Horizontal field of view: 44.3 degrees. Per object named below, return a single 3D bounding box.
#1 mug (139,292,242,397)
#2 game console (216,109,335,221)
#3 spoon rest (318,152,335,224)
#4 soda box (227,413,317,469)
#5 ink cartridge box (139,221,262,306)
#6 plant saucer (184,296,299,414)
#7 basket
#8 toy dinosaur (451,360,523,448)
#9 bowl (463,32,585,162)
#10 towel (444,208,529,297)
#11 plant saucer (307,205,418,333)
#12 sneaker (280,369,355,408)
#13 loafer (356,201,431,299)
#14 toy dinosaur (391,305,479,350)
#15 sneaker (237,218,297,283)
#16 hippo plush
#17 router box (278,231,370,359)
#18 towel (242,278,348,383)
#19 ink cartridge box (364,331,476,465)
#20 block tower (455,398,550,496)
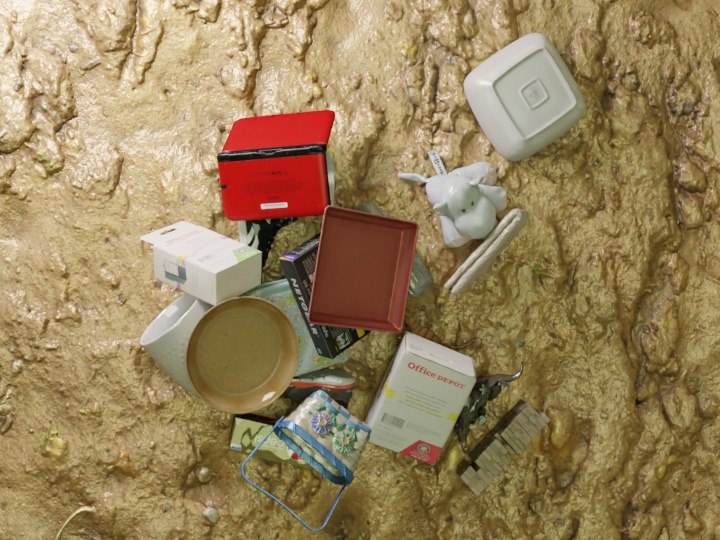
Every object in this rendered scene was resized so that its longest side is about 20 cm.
[{"bbox_3d":[-0.263,0.125,1.578,0.200,0.147,0.176,-45,110,-19],"label":"mug"},{"bbox_3d":[-0.141,-0.186,1.567,0.196,0.119,0.176,-3,102,15],"label":"game console"},{"bbox_3d":[-0.076,-0.118,1.612,0.060,0.099,0.204,10,100,26],"label":"spoon rest"},{"bbox_3d":[-0.143,0.316,1.634,0.197,0.068,0.065,15,91,-7],"label":"soda box"},{"bbox_3d":[-0.282,-0.016,1.548,0.198,0.116,0.068,22,122,32],"label":"ink cartridge box"},{"bbox_3d":[-0.202,0.141,1.501,0.197,0.035,0.204,-4,101,-21],"label":"plant saucer"},{"bbox_3d":[-0.089,0.320,1.533,0.175,0.139,0.201,37,72,-5],"label":"basket"},{"bbox_3d":[0.225,0.236,1.665,0.077,0.102,0.201,36,82,-7],"label":"toy dinosaur"},{"bbox_3d":[0.314,-0.324,1.649,0.198,0.075,0.202,-33,98,-3],"label":"bowl"},{"bbox_3d":[0.233,-0.032,1.612,0.034,0.132,0.201,43,103,9],"label":"towel"},{"bbox_3d":[0.000,0.000,1.551,0.197,0.037,0.204,8,92,-31],"label":"plant saucer"},{"bbox_3d":[-0.108,0.229,1.633,0.196,0.077,0.084,3,101,-5],"label":"sneaker"},{"bbox_3d":[0.062,-0.043,1.646,0.069,0.070,0.202,-33,93,-39],"label":"loafer"},{"bbox_3d":[0.127,0.135,1.651,0.199,0.061,0.106,31,119,-31],"label":"toy dinosaur"},{"bbox_3d":[-0.165,-0.062,1.607,0.110,0.073,0.204,-7,93,-5],"label":"sneaker"},{"bbox_3d":[0.196,-0.139,1.601,0.158,0.161,0.201,-35,97,-3],"label":"hippo plush"},{"bbox_3d":[-0.040,0.031,1.587,0.156,0.052,0.203,-32,112,-29],"label":"router box"},{"bbox_3d":[-0.116,0.100,1.603,0.197,0.048,0.175,-12,99,-35],"label":"towel"},{"bbox_3d":[0.109,0.234,1.619,0.143,0.084,0.202,21,112,-6],"label":"ink cartridge box"},{"bbox_3d":[0.270,0.334,1.690,0.200,0.054,0.058,-44,98,-3],"label":"block tower"}]
